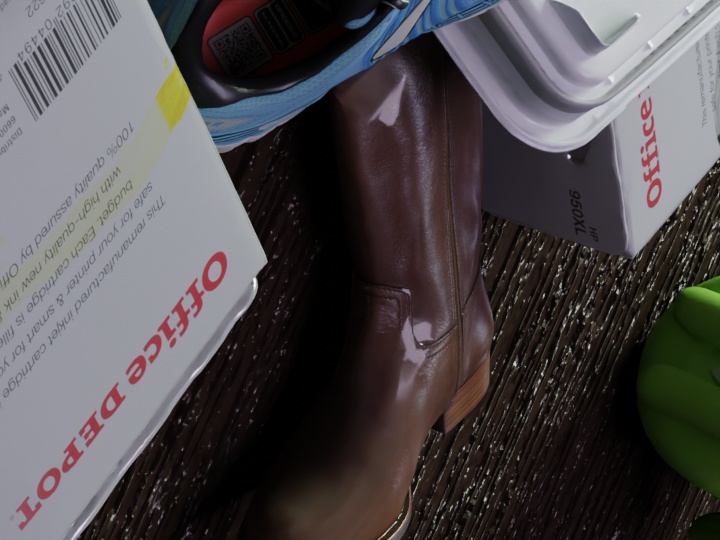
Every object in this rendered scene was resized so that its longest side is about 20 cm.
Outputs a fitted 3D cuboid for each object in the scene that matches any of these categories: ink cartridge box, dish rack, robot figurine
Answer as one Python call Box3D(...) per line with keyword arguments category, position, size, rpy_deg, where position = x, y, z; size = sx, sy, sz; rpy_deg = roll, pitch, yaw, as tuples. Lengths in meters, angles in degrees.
Box3D(category="ink cartridge box", position=(-0.125, -0.023, 0.701), size=(0.145, 0.083, 0.200), rpy_deg=(-53, 143, -26))
Box3D(category="ink cartridge box", position=(0.127, -0.126, 1.031), size=(0.200, 0.084, 0.145), rpy_deg=(-46, 139, -33))
Box3D(category="dish rack", position=(0.088, -0.160, 0.903), size=(0.200, 0.043, 0.172), rpy_deg=(-41, 98, -34))
Box3D(category="robot figurine", position=(0.217, 0.070, 1.237), size=(0.200, 0.115, 0.176), rpy_deg=(32, 82, -57))

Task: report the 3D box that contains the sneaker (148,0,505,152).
Box3D(category="sneaker", position=(0.011, -0.106, 0.798), size=(0.200, 0.090, 0.078), rpy_deg=(-39, 98, -5))

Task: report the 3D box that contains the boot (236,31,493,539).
Box3D(category="boot", position=(0.000, 0.000, 0.928), size=(0.187, 0.064, 0.201), rpy_deg=(-52, 148, -48))
